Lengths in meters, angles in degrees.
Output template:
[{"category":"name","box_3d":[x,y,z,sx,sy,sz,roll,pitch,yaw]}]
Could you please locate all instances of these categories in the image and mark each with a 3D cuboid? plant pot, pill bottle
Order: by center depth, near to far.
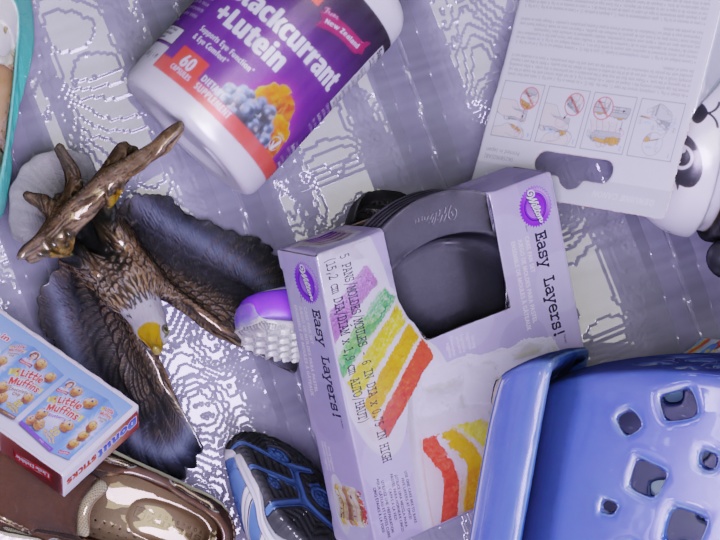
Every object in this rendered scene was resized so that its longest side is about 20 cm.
[{"category":"plant pot","box_3d":[0.164,0.141,1.453,0.179,0.200,0.201,9,93,13]},{"category":"pill bottle","box_3d":[-0.044,-0.156,1.573,0.111,0.111,0.200,42,83,-4]}]

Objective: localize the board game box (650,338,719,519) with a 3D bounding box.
[{"category":"board game box","box_3d":[0.247,0.156,1.604,0.105,0.103,0.200,-34,93,-5]}]

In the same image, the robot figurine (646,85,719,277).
[{"category":"robot figurine","box_3d":[0.270,-0.074,1.596,0.199,0.151,0.125,8,119,-6]}]

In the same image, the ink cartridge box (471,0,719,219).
[{"category":"ink cartridge box","box_3d":[0.165,-0.136,1.575,0.057,0.162,0.201,12,89,-48]}]

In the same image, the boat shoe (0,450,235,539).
[{"category":"boat shoe","box_3d":[-0.172,0.138,1.536,0.201,0.075,0.075,14,86,-9]}]

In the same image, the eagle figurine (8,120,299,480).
[{"category":"eagle figurine","box_3d":[-0.136,0.018,1.569,0.151,0.200,0.152,-9,49,27]}]

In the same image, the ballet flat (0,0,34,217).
[{"category":"ballet flat","box_3d":[-0.243,-0.121,1.576,0.067,0.070,0.201,4,89,-5]}]

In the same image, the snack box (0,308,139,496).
[{"category":"snack box","box_3d":[-0.235,0.059,1.543,0.200,0.024,0.072,33,53,21]}]

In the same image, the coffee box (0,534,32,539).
[{"category":"coffee box","box_3d":[-0.219,0.186,1.588,0.122,0.044,0.201,-15,91,-7]}]

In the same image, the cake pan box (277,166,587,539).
[{"category":"cake pan box","box_3d":[0.051,0.048,1.529,0.184,0.052,0.201,-19,105,-32]}]

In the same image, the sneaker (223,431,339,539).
[{"category":"sneaker","box_3d":[-0.041,0.189,1.546,0.077,0.076,0.201,-45,59,28]}]

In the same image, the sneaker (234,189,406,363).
[{"category":"sneaker","box_3d":[0.000,0.000,1.579,0.199,0.069,0.100,-4,79,-36]}]
